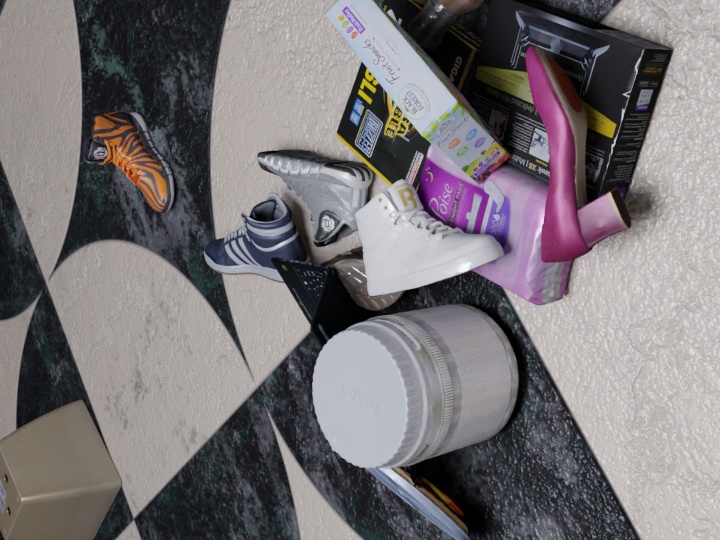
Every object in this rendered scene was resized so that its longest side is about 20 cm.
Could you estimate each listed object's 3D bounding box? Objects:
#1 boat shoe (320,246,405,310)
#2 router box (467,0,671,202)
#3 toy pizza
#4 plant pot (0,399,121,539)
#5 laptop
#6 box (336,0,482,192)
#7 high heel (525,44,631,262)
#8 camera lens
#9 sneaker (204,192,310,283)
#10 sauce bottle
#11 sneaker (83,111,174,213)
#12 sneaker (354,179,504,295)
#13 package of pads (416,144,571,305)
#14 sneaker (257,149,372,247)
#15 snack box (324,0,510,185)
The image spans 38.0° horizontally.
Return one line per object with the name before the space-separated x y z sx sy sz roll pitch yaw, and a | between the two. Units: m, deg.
boat shoe | 0.000 0.000 1.296 0.199 0.073 0.075 -4 127 55
router box | 0.201 -0.178 1.068 0.199 0.052 0.159 34 121 40
toy pizza | 0.056 0.248 1.231 0.199 0.201 0.032 30 75 42
plant pot | -0.589 0.392 1.952 0.201 0.175 0.201 55 131 27
laptop | -0.045 0.090 1.284 0.199 0.103 0.179 9 135 51
box | 0.061 -0.205 1.227 0.160 0.049 0.202 47 128 36
high heel | 0.178 -0.110 1.006 0.095 0.067 0.202 -26 81 30
camera lens | 0.066 0.125 1.153 0.159 0.198 0.163 6 99 44
sneaker | -0.155 -0.051 1.452 0.198 0.070 0.110 10 128 41
sauce bottle | 0.121 -0.316 1.075 0.200 0.064 0.065 -50 59 27
sneaker | -0.380 -0.170 1.679 0.201 0.111 0.078 57 133 25
sneaker | 0.062 -0.043 1.118 0.199 0.073 0.117 -13 92 50
package of pads | 0.147 -0.058 1.132 0.199 0.075 0.122 32 116 41
sneaker | -0.068 -0.092 1.372 0.199 0.074 0.117 18 112 44
snack box | 0.059 -0.193 1.079 0.053 0.142 0.201 -43 59 13
